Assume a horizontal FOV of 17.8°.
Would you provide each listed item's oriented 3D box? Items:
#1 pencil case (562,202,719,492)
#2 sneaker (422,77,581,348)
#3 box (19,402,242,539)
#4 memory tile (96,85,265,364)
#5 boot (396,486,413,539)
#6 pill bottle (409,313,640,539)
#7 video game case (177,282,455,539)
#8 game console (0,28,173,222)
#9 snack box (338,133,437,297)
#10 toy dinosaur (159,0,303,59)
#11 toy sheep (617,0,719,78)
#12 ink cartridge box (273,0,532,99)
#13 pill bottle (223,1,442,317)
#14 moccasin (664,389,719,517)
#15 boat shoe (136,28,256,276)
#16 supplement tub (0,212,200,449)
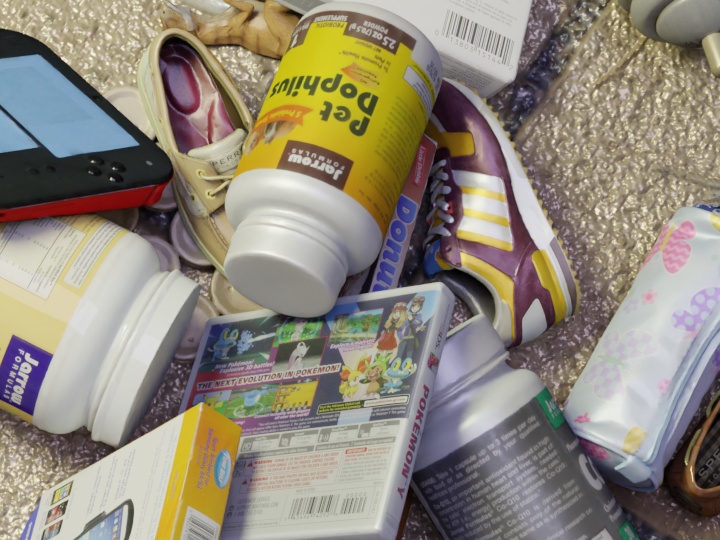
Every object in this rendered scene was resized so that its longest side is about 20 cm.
[{"bbox_3d":[0.215,0.055,1.595,0.090,0.083,0.201,18,70,45],"label":"pencil case"},{"bbox_3d":[0.074,-0.041,1.613,0.090,0.075,0.201,-26,79,-17],"label":"sneaker"},{"bbox_3d":[-0.160,0.175,1.481,0.041,0.200,0.120,32,47,-26],"label":"box"},{"bbox_3d":[-0.125,-0.046,1.625,0.153,0.017,0.200,-34,82,-13],"label":"memory tile"},{"bbox_3d":[-0.057,0.186,1.545,0.187,0.069,0.201,9,74,-3],"label":"boot"},{"bbox_3d":[0.095,0.138,1.535,0.113,0.113,0.201,-32,91,-12],"label":"pill bottle"},{"bbox_3d":[-0.042,0.100,1.490,0.199,0.023,0.183,-9,51,36],"label":"video game case"},{"bbox_3d":[-0.238,-0.101,1.542,0.200,0.031,0.176,41,29,30],"label":"game console"},{"bbox_3d":[0.000,0.000,1.582,0.024,0.072,0.201,30,62,-28],"label":"snack box"},{"bbox_3d":[-0.042,-0.173,1.655,0.199,0.060,0.107,15,97,5],"label":"toy dinosaur"},{"bbox_3d":[0.237,-0.230,1.649,0.137,0.138,0.201,-7,64,-7],"label":"toy sheep"},{"bbox_3d":[0.035,-0.241,1.646,0.199,0.045,0.177,24,65,-19],"label":"ink cartridge box"},{"bbox_3d":[-0.022,-0.073,1.535,0.109,0.109,0.201,20,62,0],"label":"pill bottle"},{"bbox_3d":[0.286,0.082,1.600,0.201,0.078,0.074,-43,82,-14],"label":"moccasin"},{"bbox_3d":[-0.100,-0.076,1.592,0.074,0.066,0.201,-28,81,-12],"label":"boat shoe"},{"bbox_3d":[-0.221,0.020,1.531,0.199,0.145,0.146,26,75,3],"label":"supplement tub"}]
